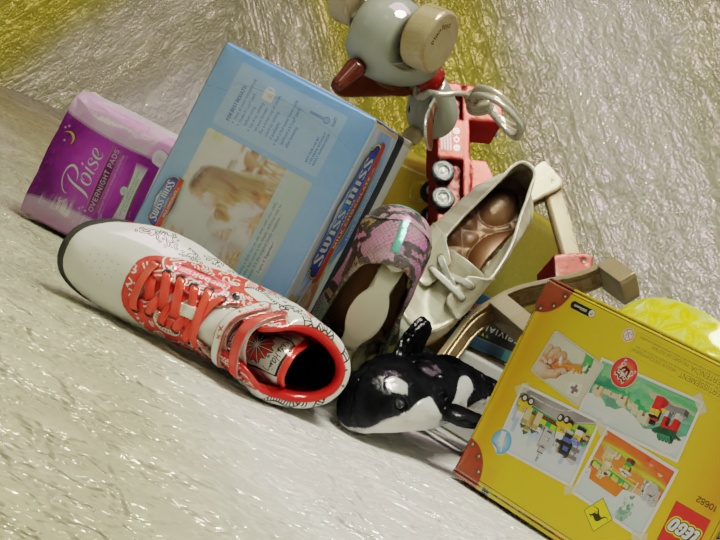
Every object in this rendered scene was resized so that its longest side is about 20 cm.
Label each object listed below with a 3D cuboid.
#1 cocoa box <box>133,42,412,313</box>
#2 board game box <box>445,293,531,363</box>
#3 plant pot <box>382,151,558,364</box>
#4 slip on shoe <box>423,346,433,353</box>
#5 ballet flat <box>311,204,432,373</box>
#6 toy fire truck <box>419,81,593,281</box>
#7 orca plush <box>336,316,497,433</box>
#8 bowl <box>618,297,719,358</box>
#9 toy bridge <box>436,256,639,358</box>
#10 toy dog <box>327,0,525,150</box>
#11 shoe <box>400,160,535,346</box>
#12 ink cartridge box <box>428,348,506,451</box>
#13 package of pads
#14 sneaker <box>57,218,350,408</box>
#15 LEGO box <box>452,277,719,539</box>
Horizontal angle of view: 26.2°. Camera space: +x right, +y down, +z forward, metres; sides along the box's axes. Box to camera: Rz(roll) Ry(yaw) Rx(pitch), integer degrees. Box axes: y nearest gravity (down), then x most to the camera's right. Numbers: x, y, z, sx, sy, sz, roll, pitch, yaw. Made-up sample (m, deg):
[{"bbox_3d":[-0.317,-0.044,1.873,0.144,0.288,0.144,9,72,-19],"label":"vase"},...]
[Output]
[{"bbox_3d":[-0.073,-0.045,1.149,0.133,0.200,0.131,29,4,13],"label":"cocoa box"},{"bbox_3d":[0.151,0.065,1.348,0.151,0.047,0.200,23,0,37],"label":"board game box"},{"bbox_3d":[0.045,-0.016,1.456,0.194,0.196,0.200,27,-4,34],"label":"plant pot"},{"bbox_3d":[-0.005,0.056,1.323,0.200,0.061,0.074,41,30,28],"label":"slip on shoe"},{"bbox_3d":[-0.002,0.038,1.094,0.069,0.200,0.071,24,46,1],"label":"ballet flat"},{"bbox_3d":[0.124,-0.064,1.332,0.141,0.200,0.049,6,-23,-10],"label":"toy fire truck"},{"bbox_3d":[0.056,0.069,1.084,0.200,0.071,0.105,1,5,-40],"label":"orca plush"},{"bbox_3d":[0.206,0.131,1.101,0.108,0.200,0.200,-28,36,-28],"label":"bowl"},{"bbox_3d":[0.125,0.042,1.215,0.067,0.200,0.027,41,-24,50],"label":"toy bridge"},{"bbox_3d":[0.027,-0.142,1.187,0.132,0.096,0.200,28,-16,45],"label":"toy dog"},{"bbox_3d":[0.081,-0.017,1.230,0.070,0.200,0.053,40,-34,0],"label":"shoe"},{"bbox_3d":[0.129,0.120,1.246,0.200,0.068,0.116,22,3,-46],"label":"ink cartridge box"},{"bbox_3d":[-0.177,-0.059,1.311,0.200,0.121,0.076,27,3,19],"label":"package of pads"},{"bbox_3d":[-0.097,0.026,0.996,0.201,0.067,0.108,28,0,-14],"label":"sneaker"},{"bbox_3d":[0.178,0.114,0.989,0.077,0.149,0.200,23,4,-46],"label":"LEGO box"}]
